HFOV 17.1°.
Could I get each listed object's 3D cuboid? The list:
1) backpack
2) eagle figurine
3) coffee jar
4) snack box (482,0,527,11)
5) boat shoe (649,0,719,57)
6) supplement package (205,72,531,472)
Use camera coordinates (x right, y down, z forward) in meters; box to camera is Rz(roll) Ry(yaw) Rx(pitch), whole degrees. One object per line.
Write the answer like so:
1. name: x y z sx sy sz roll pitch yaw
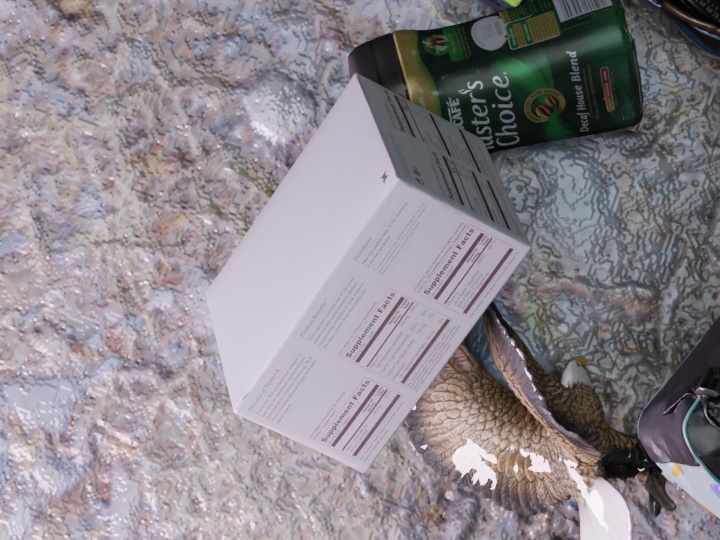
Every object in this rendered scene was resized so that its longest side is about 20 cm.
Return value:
1. backpack: 0.296 0.108 1.549 0.200 0.153 0.176 40 76 -4
2. eagle figurine: 0.128 0.099 1.660 0.199 0.151 0.152 22 96 -6
3. coffee jar: 0.094 -0.131 1.689 0.199 0.104 0.085 -14 42 2
4. snack box: 0.066 -0.295 1.733 0.200 0.053 0.142 33 88 5
5. boat shoe: 0.212 -0.225 1.681 0.200 0.072 0.072 33 88 -13
6. supplement package: 0.000 0.000 1.610 0.111 0.156 0.200 27 112 -25
